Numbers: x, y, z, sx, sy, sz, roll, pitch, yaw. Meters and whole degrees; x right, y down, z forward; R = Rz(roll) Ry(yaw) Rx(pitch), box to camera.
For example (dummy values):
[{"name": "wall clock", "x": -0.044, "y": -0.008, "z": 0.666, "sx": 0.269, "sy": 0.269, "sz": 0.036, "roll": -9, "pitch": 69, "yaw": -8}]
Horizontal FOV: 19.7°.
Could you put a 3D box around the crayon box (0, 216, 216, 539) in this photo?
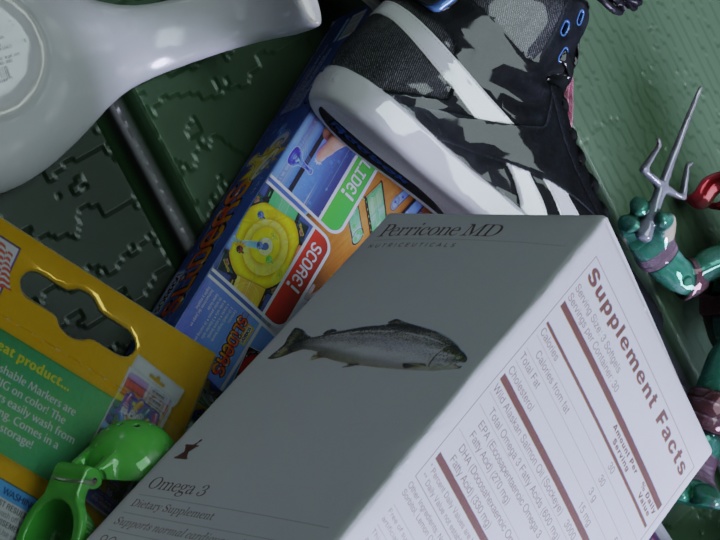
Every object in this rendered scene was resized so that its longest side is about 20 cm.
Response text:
[{"name": "crayon box", "x": -0.146, "y": 0.092, "z": 0.767, "sx": 0.125, "sy": 0.051, "sz": 0.201, "roll": 34, "pitch": 62, "yaw": -26}]

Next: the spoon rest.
[{"name": "spoon rest", "x": -0.116, "y": -0.090, "z": 0.839, "sx": 0.199, "sy": 0.061, "sz": 0.100, "roll": -16, "pitch": 87, "yaw": -25}]

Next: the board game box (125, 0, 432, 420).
[{"name": "board game box", "x": 0.000, "y": 0.000, "z": 0.908, "sx": 0.135, "sy": 0.034, "sz": 0.201, "roll": 44, "pitch": 57, "yaw": -21}]

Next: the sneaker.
[{"name": "sneaker", "x": 0.083, "y": -0.056, "z": 0.897, "sx": 0.200, "sy": 0.073, "sz": 0.112, "roll": 40, "pitch": 79, "yaw": -22}]

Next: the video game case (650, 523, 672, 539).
[{"name": "video game case", "x": 0.093, "y": 0.186, "z": 0.944, "sx": 0.182, "sy": 0.023, "sz": 0.201, "roll": -43, "pitch": 104, "yaw": -35}]

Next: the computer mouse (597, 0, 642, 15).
[{"name": "computer mouse", "x": 0.048, "y": -0.195, "z": 0.926, "sx": 0.199, "sy": 0.046, "sz": 0.141, "roll": 32, "pitch": 20, "yaw": -9}]

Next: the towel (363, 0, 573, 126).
[{"name": "towel", "x": 0.031, "y": -0.163, "z": 0.957, "sx": 0.199, "sy": 0.023, "sz": 0.145, "roll": 36, "pitch": 42, "yaw": -25}]

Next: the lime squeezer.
[{"name": "lime squeezer", "x": -0.096, "y": 0.099, "z": 0.757, "sx": 0.200, "sy": 0.038, "sz": 0.071, "roll": -39, "pitch": 134, "yaw": -37}]

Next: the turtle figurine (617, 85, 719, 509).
[{"name": "turtle figurine", "x": 0.201, "y": 0.018, "z": 1.005, "sx": 0.101, "sy": 0.148, "sz": 0.202, "roll": 22, "pitch": 74, "yaw": -71}]

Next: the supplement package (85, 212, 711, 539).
[{"name": "supplement package", "x": 0.017, "y": 0.084, "z": 0.755, "sx": 0.200, "sy": 0.116, "sz": 0.118, "roll": -47, "pitch": 122, "yaw": -33}]
